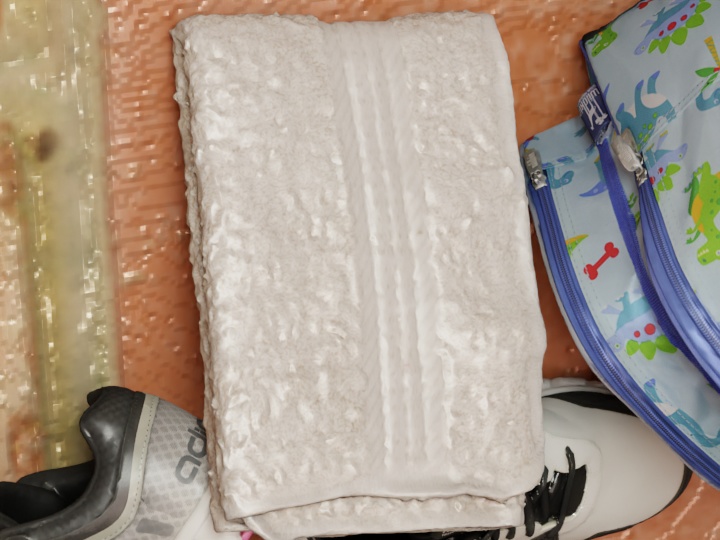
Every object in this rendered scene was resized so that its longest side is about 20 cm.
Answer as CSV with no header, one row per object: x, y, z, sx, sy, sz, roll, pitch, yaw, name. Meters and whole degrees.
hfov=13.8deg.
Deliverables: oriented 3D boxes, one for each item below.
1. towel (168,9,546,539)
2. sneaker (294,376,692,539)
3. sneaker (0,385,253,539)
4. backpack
0.000,0.000,1.105,0.132,0.034,0.201,-2,79,-22,towel
0.047,0.090,1.179,0.199,0.080,0.074,-5,108,-22,sneaker
-0.118,0.123,1.130,0.087,0.074,0.200,36,106,-7,sneaker
0.160,-0.001,1.124,0.147,0.200,0.183,-38,121,17,backpack
